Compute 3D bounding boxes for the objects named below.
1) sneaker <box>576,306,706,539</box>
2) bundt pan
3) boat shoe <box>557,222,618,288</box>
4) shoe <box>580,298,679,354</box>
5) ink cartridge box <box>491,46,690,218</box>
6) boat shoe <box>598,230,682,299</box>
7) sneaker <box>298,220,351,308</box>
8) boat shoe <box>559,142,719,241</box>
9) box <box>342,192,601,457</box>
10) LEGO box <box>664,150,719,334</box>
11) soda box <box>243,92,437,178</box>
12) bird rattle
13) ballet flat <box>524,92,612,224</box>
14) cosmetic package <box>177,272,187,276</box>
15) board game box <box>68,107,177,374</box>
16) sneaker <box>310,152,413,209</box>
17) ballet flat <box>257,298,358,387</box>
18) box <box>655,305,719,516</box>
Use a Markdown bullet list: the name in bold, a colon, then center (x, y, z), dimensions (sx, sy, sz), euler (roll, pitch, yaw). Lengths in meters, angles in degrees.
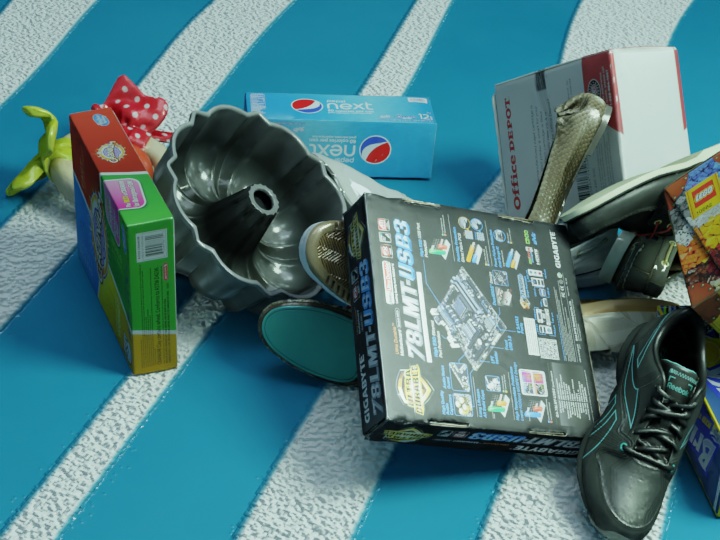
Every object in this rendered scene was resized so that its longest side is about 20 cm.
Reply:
- **sneaker**: center (0.222, 0.114, 1.188), dimensions (0.075, 0.079, 0.200), euler (22, 61, -8)
- **bundt pan**: center (-0.107, -0.045, 1.380), dimensions (0.202, 0.076, 0.202), euler (25, 45, -29)
- **boat shoe**: center (0.154, -0.014, 1.440), dimensions (0.200, 0.067, 0.074), euler (-14, 37, -27)
- **shoe**: center (0.194, 0.053, 1.368), dimensions (0.199, 0.054, 0.070), euler (-2, -1, -17)
- **ink cartridge box**: center (0.220, -0.125, 1.471), dimensions (0.083, 0.147, 0.200), euler (-7, 0, -27)
- **boat shoe**: center (0.288, -0.019, 1.456), dimensions (0.060, 0.072, 0.202), euler (29, 26, 18)
- **sneaker**: center (0.000, 0.000, 1.334), dimensions (0.200, 0.071, 0.112), euler (20, -6, -41)
- **boat shoe**: center (0.261, -0.060, 1.333), dimensions (0.201, 0.063, 0.074), euler (-19, -1, -32)
- **box**: center (0.089, 0.045, 1.236), dimensions (0.198, 0.050, 0.200), euler (6, 61, -25)
- **LEGO box**: center (0.348, 0.015, 1.267), dimensions (0.200, 0.077, 0.149), euler (39, 31, -29)
- **soda box**: center (-0.024, -0.142, 1.612), dimensions (0.199, 0.068, 0.064), euler (1, 32, -6)
- **bird rattle**: center (-0.252, -0.106, 1.534), dimensions (0.200, 0.113, 0.163), euler (-12, 47, -47)
- **ballet flat**: center (0.161, -0.068, 1.366), dimensions (0.046, 0.200, 0.067), euler (26, 4, -5)
- **cosmetic package**: center (-0.140, -0.066, 1.494), dimensions (0.082, 0.051, 0.200), euler (17, 35, 21)
- **board game box**: center (-0.208, -0.029, 1.335), dimensions (0.040, 0.153, 0.200), euler (-11, 35, -20)
- **sneaker**: center (0.009, -0.054, 1.496), dimensions (0.087, 0.075, 0.200), euler (-12, 42, -45)
- **ballet flat**: center (0.012, 0.068, 1.310), dimensions (0.199, 0.068, 0.075), euler (15, 12, 6)
- **box**: center (0.298, 0.111, 1.266), dimensions (0.064, 0.070, 0.200), euler (-2, 33, -8)
